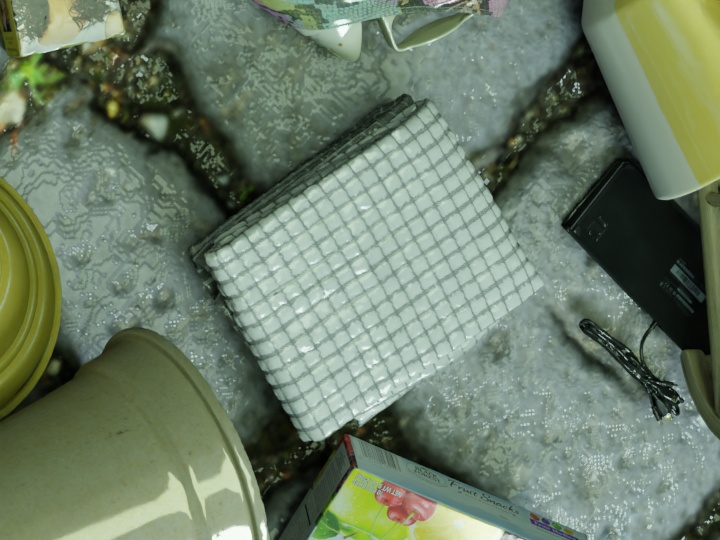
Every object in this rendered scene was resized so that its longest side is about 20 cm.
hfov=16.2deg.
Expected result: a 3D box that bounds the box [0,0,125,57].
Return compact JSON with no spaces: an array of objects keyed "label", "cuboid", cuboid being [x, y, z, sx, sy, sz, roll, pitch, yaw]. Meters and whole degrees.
[{"label":"box","cuboid":[-0.209,-0.241,1.618,0.075,0.050,0.200,-16,100,-18]}]

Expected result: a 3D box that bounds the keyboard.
[{"label":"keyboard","cuboid":[0.216,0.028,1.814,0.200,0.021,0.127,45,74,-17]}]

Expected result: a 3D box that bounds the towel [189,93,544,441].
[{"label":"towel","cuboid":[0.000,0.000,1.700,0.200,0.086,0.166,-36,109,-13]}]

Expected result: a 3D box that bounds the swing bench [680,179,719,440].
[{"label":"swing bench","cuboid":[0.344,0.030,1.794,0.199,0.130,0.200,3,95,-25]}]

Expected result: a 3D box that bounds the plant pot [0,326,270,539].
[{"label":"plant pot","cuboid":[-0.186,0.158,1.567,0.183,0.200,0.200,-21,102,-28]}]

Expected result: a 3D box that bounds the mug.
[{"label":"mug","cuboid":[0.243,-0.159,1.733,0.153,0.187,0.149,58,33,-7]}]

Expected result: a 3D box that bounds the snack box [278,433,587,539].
[{"label":"snack box","cuboid":[0.043,0.213,1.728,0.200,0.053,0.142,24,111,-20]}]

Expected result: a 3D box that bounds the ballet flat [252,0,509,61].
[{"label":"ballet flat","cuboid":[0.014,-0.180,1.702,0.200,0.069,0.071,-9,118,-19]}]

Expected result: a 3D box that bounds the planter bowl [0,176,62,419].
[{"label":"planter bowl","cuboid":[-0.275,0.005,1.569,0.200,0.083,0.200,5,75,-18]}]
